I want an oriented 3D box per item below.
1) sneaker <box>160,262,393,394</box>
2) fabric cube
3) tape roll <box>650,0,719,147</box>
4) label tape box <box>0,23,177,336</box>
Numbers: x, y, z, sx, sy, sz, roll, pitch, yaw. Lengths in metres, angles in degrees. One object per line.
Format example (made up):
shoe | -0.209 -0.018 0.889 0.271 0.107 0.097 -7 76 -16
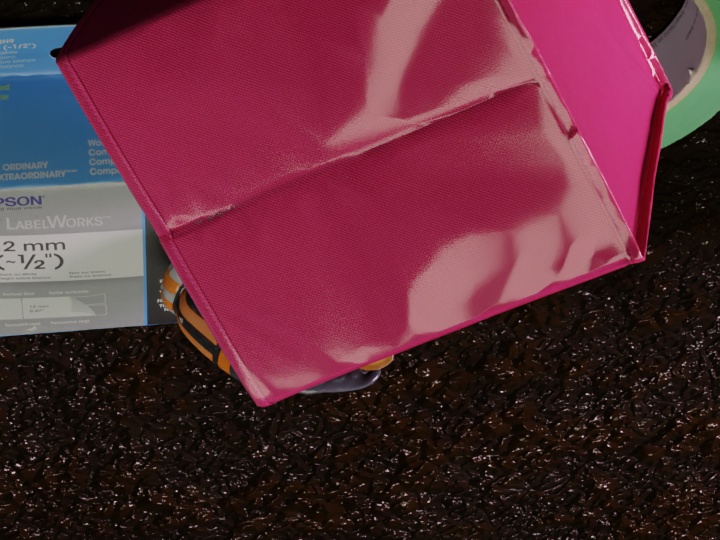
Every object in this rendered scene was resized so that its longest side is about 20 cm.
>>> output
sneaker | 0.000 0.000 1.389 0.200 0.112 0.078 -34 152 -14
fabric cube | 0.012 -0.089 1.189 0.199 0.196 0.200 -22 110 20
tape roll | 0.109 -0.129 1.339 0.200 0.048 0.201 -6 144 -4
label tape box | -0.142 -0.048 1.389 0.143 0.066 0.200 -3 146 -6
